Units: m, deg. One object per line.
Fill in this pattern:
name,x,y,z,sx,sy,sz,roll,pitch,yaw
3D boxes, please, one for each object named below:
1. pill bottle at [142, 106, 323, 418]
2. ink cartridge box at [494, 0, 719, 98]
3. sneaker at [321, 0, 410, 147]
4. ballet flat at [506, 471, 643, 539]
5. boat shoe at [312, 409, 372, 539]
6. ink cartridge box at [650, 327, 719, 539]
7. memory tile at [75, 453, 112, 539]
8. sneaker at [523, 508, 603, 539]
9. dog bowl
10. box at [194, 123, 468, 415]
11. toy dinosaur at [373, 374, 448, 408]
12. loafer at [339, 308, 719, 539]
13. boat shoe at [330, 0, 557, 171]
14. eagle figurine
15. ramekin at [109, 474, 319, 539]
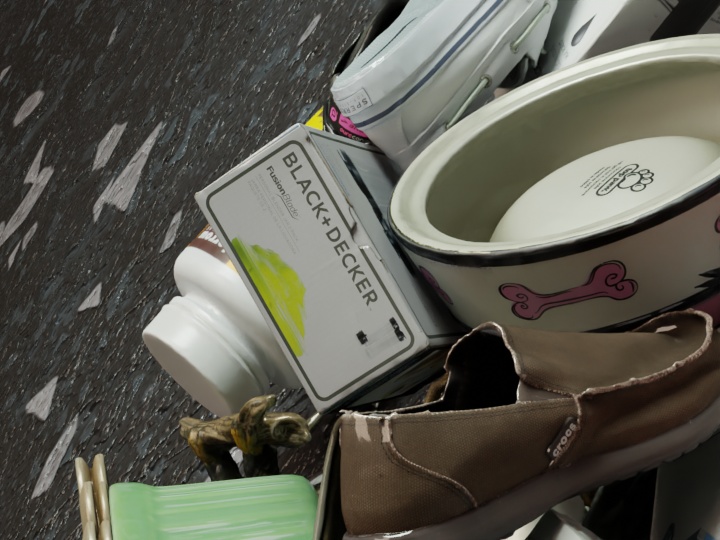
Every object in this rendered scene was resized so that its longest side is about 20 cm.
pill bottle,-0.035,-0.007,1.265,0.200,0.109,0.109,-47,18,-15
ink cartridge box,0.159,-0.153,1.123,0.200,0.083,0.145,-51,22,21
sneaker,-0.002,-0.072,1.164,0.084,0.076,0.201,6,-72,-64
ballet flat,0.080,0.096,0.909,0.068,0.069,0.200,-22,22,32
boat shoe,0.001,0.144,0.887,0.072,0.060,0.203,-47,22,41
ink cartridge box,0.182,0.083,0.811,0.176,0.045,0.201,-39,29,44
memory tile,-0.118,0.184,1.028,0.200,0.017,0.155,-121,23,-74
sneaker,0.093,0.158,0.748,0.082,0.074,0.200,-56,17,4
dog bowl,0.116,-0.030,0.967,0.199,0.074,0.200,-19,23,8
box,0.000,0.000,1.010,0.060,0.117,0.200,-32,-6,10
toy dinosaur,0.052,0.048,1.160,0.101,0.058,0.200,-43,29,-1
loafer,0.072,0.051,0.825,0.199,0.072,0.073,-24,10,-36
boat shoe,0.062,-0.123,1.094,0.200,0.067,0.073,-45,18,-29
eagle figurine,-0.069,0.178,1.177,0.152,0.150,0.202,27,-122,-73
ramekin,-0.055,0.192,0.999,0.200,0.097,0.202,171,90,-84
